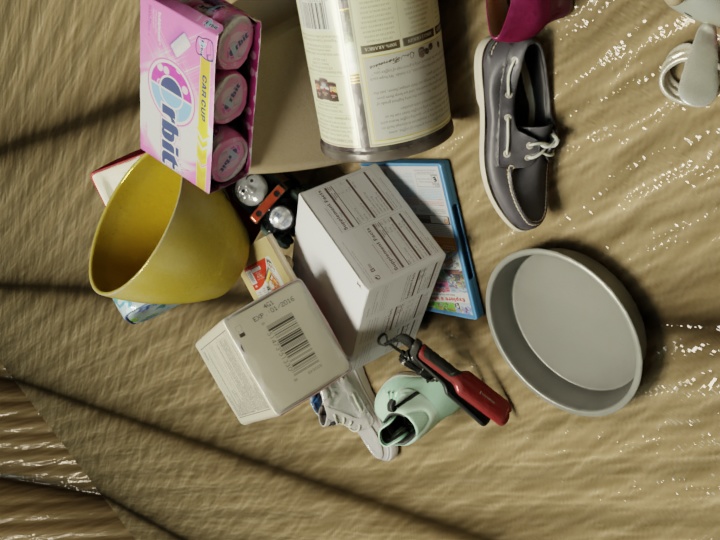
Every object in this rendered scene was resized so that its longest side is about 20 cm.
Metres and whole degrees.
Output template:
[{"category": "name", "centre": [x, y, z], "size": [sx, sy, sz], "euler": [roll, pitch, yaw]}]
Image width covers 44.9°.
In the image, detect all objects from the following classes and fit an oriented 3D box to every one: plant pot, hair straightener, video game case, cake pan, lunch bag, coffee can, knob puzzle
[{"category": "plant pot", "centre": [-0.122, -0.219, 1.063], "size": [0.200, 0.177, 0.200], "euler": [19, 127, 45]}, {"category": "hair straightener", "centre": [0.094, 0.136, 1.087], "size": [0.200, 0.041, 0.077], "euler": [33, 154, -21]}, {"category": "video game case", "centre": [0.075, -0.040, 1.079], "size": [0.143, 0.018, 0.200], "euler": [8, 120, 49]}, {"category": "cake pan", "centre": [0.224, 0.062, 0.943], "size": [0.200, 0.037, 0.201], "euler": [32, 137, 36]}, {"category": "lunch bag", "centre": [-0.309, 0.009, 1.433], "size": [0.083, 0.200, 0.161], "euler": [61, 171, 2]}, {"category": "coffee can", "centre": [0.014, -0.231, 0.904], "size": [0.146, 0.146, 0.200], "euler": [19, 128, 44]}, {"category": "knob puzzle", "centre": [-0.088, 0.051, 1.136], "size": [0.220, 0.030, 0.220], "euler": [45, 152, 32]}, {"category": "plant pot", "centre": [-0.225, -0.037, 1.094], "size": [0.142, 0.200, 0.200], "euler": [28, 166, -37]}]

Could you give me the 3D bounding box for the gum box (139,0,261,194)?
[{"category": "gum box", "centre": [-0.173, -0.198, 0.927], "size": [0.113, 0.066, 0.200], "euler": [33, 134, 24]}]

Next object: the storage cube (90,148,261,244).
[{"category": "storage cube", "centre": [-0.253, -0.102, 1.251], "size": [0.180, 0.200, 0.171], "euler": [-88, -21, -75]}]

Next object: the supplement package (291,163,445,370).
[{"category": "supplement package", "centre": [0.000, 0.000, 1.081], "size": [0.156, 0.111, 0.200], "euler": [54, 154, 24]}]

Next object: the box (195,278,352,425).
[{"category": "box", "centre": [-0.112, 0.105, 1.068], "size": [0.128, 0.109, 0.200], "euler": [60, 157, 1]}]

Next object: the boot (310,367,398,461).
[{"category": "boot", "centre": [-0.022, 0.217, 1.321], "size": [0.074, 0.095, 0.200], "euler": [-19, 99, 56]}]

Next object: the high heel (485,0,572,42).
[{"category": "high heel", "centre": [0.126, -0.302, 0.752], "size": [0.067, 0.096, 0.200], "euler": [-6, 110, 54]}]

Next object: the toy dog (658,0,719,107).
[{"category": "toy dog", "centre": [0.294, -0.149, 0.647], "size": [0.200, 0.096, 0.132], "euler": [33, 137, 34]}]

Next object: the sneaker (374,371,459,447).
[{"category": "sneaker", "centre": [0.047, 0.195, 1.195], "size": [0.074, 0.118, 0.200], "euler": [59, 147, -1]}]

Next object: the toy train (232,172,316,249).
[{"category": "toy train", "centre": [-0.113, -0.095, 1.149], "size": [0.114, 0.085, 0.200], "euler": [41, -171, -4]}]

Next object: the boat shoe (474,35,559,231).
[{"category": "boat shoe", "centre": [0.160, -0.131, 0.856], "size": [0.063, 0.073, 0.200], "euler": [10, 117, 52]}]
